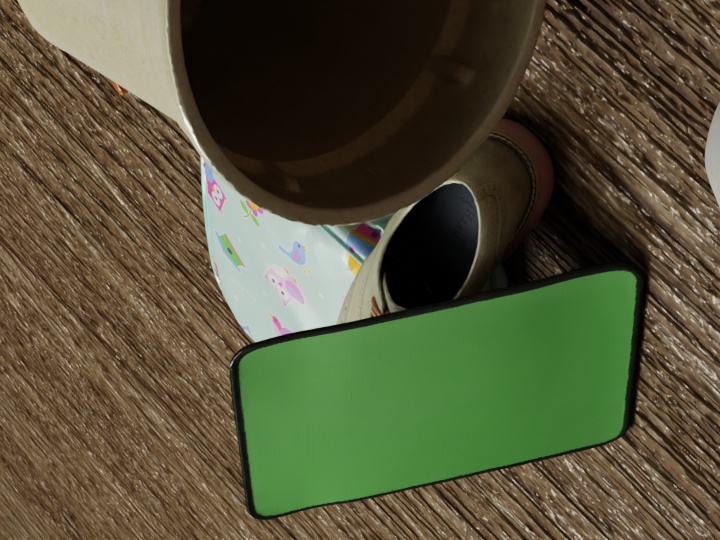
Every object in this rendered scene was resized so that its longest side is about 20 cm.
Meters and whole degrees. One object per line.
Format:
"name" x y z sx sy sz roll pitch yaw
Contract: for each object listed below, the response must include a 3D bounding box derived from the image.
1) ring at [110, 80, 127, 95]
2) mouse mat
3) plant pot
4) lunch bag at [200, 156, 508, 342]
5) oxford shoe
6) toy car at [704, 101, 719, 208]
"ring" -0.169 -0.170 1.485 0.201 0.019 0.200 53 170 13
"mouse mat" 0.038 0.060 1.338 0.161 0.199 0.008 88 169 -55
"plant pot" -0.053 -0.137 1.184 0.183 0.200 0.201 21 141 48
"lunch bag" 0.000 0.000 1.478 0.200 0.077 0.161 40 149 32
"oxford shoe" 0.019 0.016 1.333 0.071 0.074 0.200 33 121 15
"toy car" 0.213 -0.029 0.882 0.200 0.175 0.150 61 -166 -14
